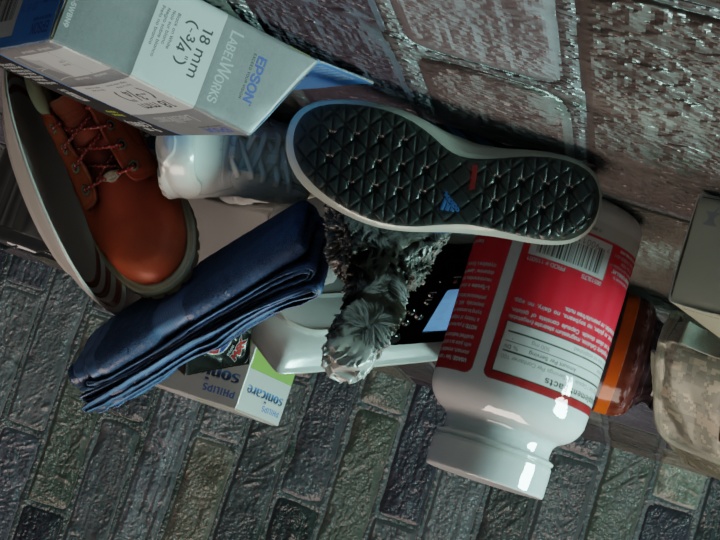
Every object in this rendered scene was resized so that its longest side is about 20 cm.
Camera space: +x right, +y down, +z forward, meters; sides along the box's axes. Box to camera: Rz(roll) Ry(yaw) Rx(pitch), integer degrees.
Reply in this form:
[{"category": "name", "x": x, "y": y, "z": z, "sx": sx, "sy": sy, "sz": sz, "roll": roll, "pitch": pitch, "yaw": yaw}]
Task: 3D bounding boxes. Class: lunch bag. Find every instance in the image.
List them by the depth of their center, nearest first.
[{"category": "lunch bag", "x": 0.318, "y": 0.107, "z": 1.275, "sx": 0.162, "sy": 0.119, "sz": 0.200, "roll": 18, "pitch": 166, "yaw": 28}]

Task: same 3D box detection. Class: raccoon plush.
[{"category": "raccoon plush", "x": 0.000, "y": 0.000, "z": 1.130, "sx": 0.096, "sy": 0.201, "sz": 0.134, "roll": 30, "pitch": 154, "yaw": 6}]

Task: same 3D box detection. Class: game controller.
[{"category": "game controller", "x": 0.104, "y": 0.021, "z": 1.266, "sx": 0.197, "sy": 0.043, "sz": 0.104, "roll": -4, "pitch": 158, "yaw": -21}]

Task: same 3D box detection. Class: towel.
[{"category": "towel", "x": -0.109, "y": 0.027, "z": 1.161, "sx": 0.049, "sy": 0.199, "sz": 0.112, "roll": 55, "pitch": -166, "yaw": -14}]

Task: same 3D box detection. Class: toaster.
[{"category": "toaster", "x": -0.267, "y": -0.065, "z": 1.529, "sx": 0.198, "sy": 0.131, "sz": 0.113, "roll": 21, "pitch": 171, "yaw": -27}]

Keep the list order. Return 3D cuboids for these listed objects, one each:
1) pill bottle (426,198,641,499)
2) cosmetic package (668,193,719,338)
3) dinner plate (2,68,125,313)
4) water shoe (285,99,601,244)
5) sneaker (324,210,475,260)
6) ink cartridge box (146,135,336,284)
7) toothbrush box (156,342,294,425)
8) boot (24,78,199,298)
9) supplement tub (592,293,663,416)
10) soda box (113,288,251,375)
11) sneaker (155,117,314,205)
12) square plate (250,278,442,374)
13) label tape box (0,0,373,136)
[{"category": "pill bottle", "x": 0.114, "y": 0.048, "z": 1.131, "sx": 0.111, "sy": 0.202, "sz": 0.112, "roll": 18, "pitch": 173, "yaw": 2}, {"category": "cosmetic package", "x": 0.282, "y": 0.023, "z": 1.040, "sx": 0.104, "sy": 0.072, "sz": 0.199, "roll": 13, "pitch": 171, "yaw": 37}, {"category": "dinner plate", "x": -0.218, "y": -0.061, "z": 1.187, "sx": 0.024, "sy": 0.202, "sz": 0.200, "roll": -21, "pitch": 168, "yaw": 3}, {"category": "water shoe", "x": 0.049, "y": -0.054, "z": 1.027, "sx": 0.197, "sy": 0.072, "sz": 0.079, "roll": 15, "pitch": -178, "yaw": -1}, {"category": "sneaker", "x": 0.058, "y": -0.027, "z": 1.298, "sx": 0.198, "sy": 0.074, "sz": 0.080, "roll": 11, "pitch": -140, "yaw": -35}, {"category": "ink cartridge box", "x": -0.128, "y": -0.043, "z": 1.352, "sx": 0.198, "sy": 0.085, "sz": 0.146, "roll": 14, "pitch": -163, "yaw": 22}, {"category": "toothbrush box", "x": -0.125, "y": 0.033, "z": 1.627, "sx": 0.144, "sy": 0.202, "sz": 0.086, "roll": 14, "pitch": 173, "yaw": 32}, {"category": "boot", "x": -0.180, "y": -0.074, "z": 1.156, "sx": 0.201, "sy": 0.074, "sz": 0.107, "roll": 62, "pitch": -177, "yaw": 26}, {"category": "supplement tub", "x": 0.185, "y": 0.060, "z": 1.424, "sx": 0.198, "sy": 0.108, "sz": 0.107, "roll": 18, "pitch": 173, "yaw": 6}, {"category": "soda box", "x": -0.166, "y": 0.018, "z": 1.411, "sx": 0.063, "sy": 0.072, "sz": 0.199, "roll": -7, "pitch": -157, "yaw": -32}, {"category": "sneaker", "x": -0.075, "y": -0.084, "z": 1.162, "sx": 0.098, "sy": 0.079, "sz": 0.200, "roll": 5, "pitch": -177, "yaw": 19}, {"category": "square plate", "x": -0.036, "y": 0.014, "z": 1.455, "sx": 0.198, "sy": 0.029, "sz": 0.198, "roll": -3, "pitch": -142, "yaw": -38}, {"category": "label tape box", "x": -0.114, "y": -0.121, "z": 0.994, "sx": 0.198, "sy": 0.064, "sz": 0.144, "roll": 23, "pitch": 172, "yaw": -29}]
